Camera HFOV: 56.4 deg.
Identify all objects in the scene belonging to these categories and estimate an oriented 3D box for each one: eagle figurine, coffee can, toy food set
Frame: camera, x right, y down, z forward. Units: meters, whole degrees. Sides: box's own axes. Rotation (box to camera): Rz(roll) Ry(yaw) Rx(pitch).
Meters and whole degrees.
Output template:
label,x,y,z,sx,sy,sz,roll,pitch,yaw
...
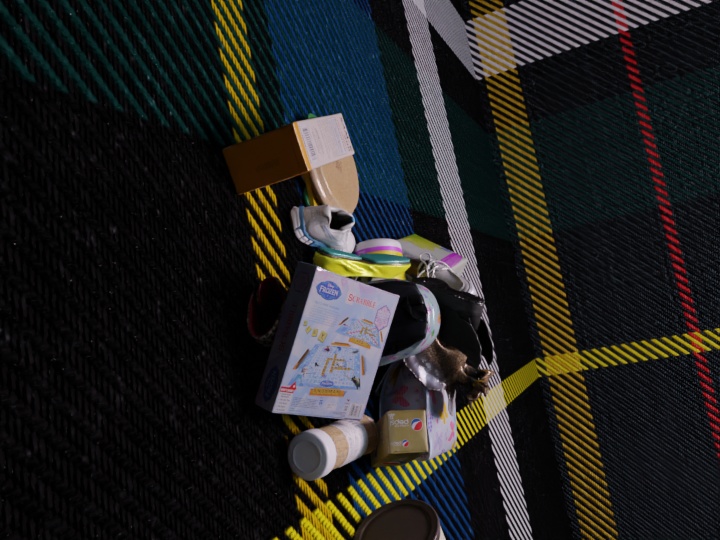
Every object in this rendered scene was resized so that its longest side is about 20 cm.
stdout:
label,x,y,z,sx,sy,sz,roll,pitch,yaw
eagle figurine,0.153,0.153,1.235,0.151,0.199,0.152,-53,170,-24
coffee can,0.088,0.502,1.094,0.147,0.145,0.202,-58,131,-60
toy food set,-0.061,-0.191,1.247,0.198,0.048,0.202,5,74,-67

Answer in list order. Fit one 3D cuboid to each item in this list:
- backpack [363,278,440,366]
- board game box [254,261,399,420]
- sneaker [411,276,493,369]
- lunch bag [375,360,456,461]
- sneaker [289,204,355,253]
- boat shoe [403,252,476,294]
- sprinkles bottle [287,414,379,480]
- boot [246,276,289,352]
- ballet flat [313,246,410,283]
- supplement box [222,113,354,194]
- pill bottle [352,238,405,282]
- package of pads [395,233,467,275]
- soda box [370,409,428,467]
label,x,y,z,sx,sy,sz,roll,pitch,yaw
backpack,0.031,0.082,1.117,0.126,0.198,0.169,3,74,-69
board game box,-0.041,0.108,0.960,0.199,0.041,0.201,21,85,-51
sneaker,0.153,0.084,1.157,0.060,0.199,0.105,-5,108,-36
lunch bag,0.110,0.257,1.316,0.169,0.126,0.202,8,80,-64
sneaker,-0.041,-0.069,1.180,0.200,0.086,0.076,22,56,-65
boat shoe,0.133,0.006,1.291,0.075,0.201,0.086,-44,125,-13
sprinkles bottle,-0.036,0.266,1.027,0.200,0.068,0.069,9,69,-66
boot,-0.096,0.056,0.996,0.151,0.073,0.202,52,42,-47
ballet flat,0.000,0.000,1.192,0.198,0.067,0.068,5,103,-35
supplement box,-0.105,-0.184,1.034,0.074,0.125,0.200,71,22,-10
pill bottle,0.040,0.048,1.284,0.104,0.103,0.202,24,56,-63
package of pads,0.147,-0.020,1.525,0.069,0.153,0.200,-68,165,16
soda box,0.060,0.285,1.128,0.200,0.063,0.068,108,-20,-67
